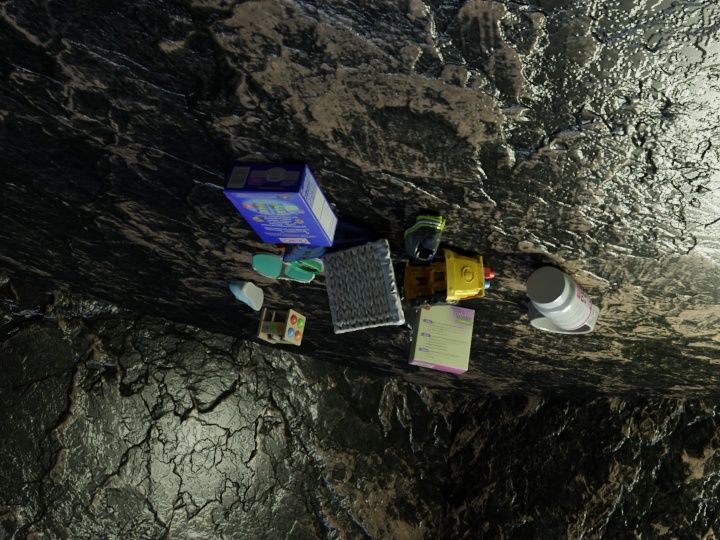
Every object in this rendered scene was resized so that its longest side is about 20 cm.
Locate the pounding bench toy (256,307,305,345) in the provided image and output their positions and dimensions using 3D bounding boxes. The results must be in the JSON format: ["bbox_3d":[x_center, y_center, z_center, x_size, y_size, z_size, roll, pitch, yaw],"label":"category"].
[{"bbox_3d":[-0.303,0.244,2.544,0.156,0.125,0.200,1,161,27],"label":"pounding bench toy"}]

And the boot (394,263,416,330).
[{"bbox_3d":[0.144,0.084,1.679,0.073,0.163,0.198,-2,159,40],"label":"boot"}]

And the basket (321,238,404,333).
[{"bbox_3d":[0.010,0.041,1.448,0.160,0.201,0.198,-10,175,5],"label":"basket"}]

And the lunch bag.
[{"bbox_3d":[-0.072,-0.075,1.463,0.199,0.094,0.151,3,165,-21],"label":"lunch bag"}]

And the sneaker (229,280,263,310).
[{"bbox_3d":[-0.409,0.081,2.187,0.082,0.074,0.200,15,157,17],"label":"sneaker"}]

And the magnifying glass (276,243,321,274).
[{"bbox_3d":[-0.164,-0.029,1.591,0.079,0.022,0.200,5,161,22],"label":"magnifying glass"}]

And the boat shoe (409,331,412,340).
[{"bbox_3d":[0.276,0.234,2.259,0.201,0.065,0.074,2,161,27],"label":"boat shoe"}]

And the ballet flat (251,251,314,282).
[{"bbox_3d":[-0.232,-0.007,1.787,0.199,0.072,0.072,18,162,-23],"label":"ballet flat"}]

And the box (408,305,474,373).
[{"bbox_3d":[0.261,0.215,1.970,0.175,0.201,0.097,11,163,-3],"label":"box"}]

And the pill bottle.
[{"bbox_3d":[0.488,0.068,1.501,0.113,0.114,0.200,-2,160,36],"label":"pill bottle"}]

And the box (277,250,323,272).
[{"bbox_3d":[-0.108,-0.036,1.643,0.199,0.049,0.117,18,162,-28],"label":"box"}]

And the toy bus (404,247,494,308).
[{"bbox_3d":[0.228,0.022,1.524,0.191,0.136,0.200,1,171,-26],"label":"toy bus"}]

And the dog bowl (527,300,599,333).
[{"bbox_3d":[0.581,0.133,1.757,0.199,0.059,0.200,10,163,3],"label":"dog bowl"}]

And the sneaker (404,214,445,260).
[{"bbox_3d":[0.134,-0.058,1.359,0.074,0.081,0.200,11,163,0],"label":"sneaker"}]

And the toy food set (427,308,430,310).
[{"bbox_3d":[0.120,0.086,1.890,0.198,0.049,0.200,24,158,-34],"label":"toy food set"}]

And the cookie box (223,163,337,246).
[{"bbox_3d":[-0.159,-0.133,1.264,0.171,0.075,0.200,4,153,20],"label":"cookie box"}]
